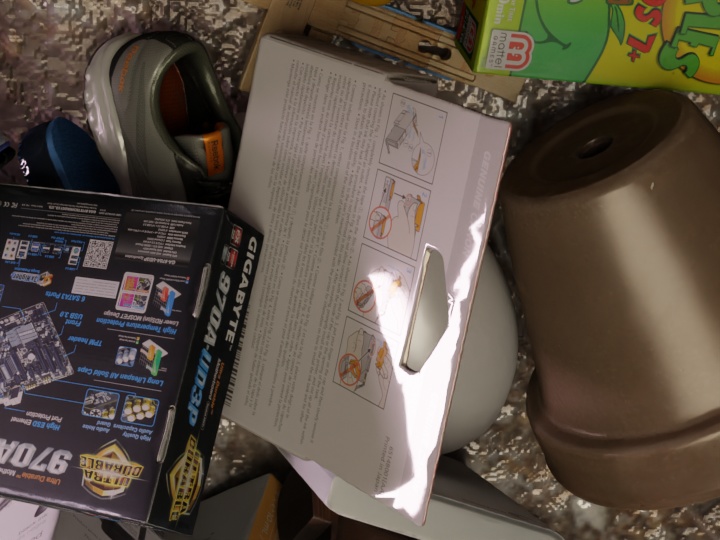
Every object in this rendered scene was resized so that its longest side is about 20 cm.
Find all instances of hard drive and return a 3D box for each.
[{"bbox_3d":[0.025,0.123,1.008,0.131,0.200,0.027,18,91,-13],"label":"hard drive"}]

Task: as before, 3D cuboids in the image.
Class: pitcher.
[{"bbox_3d":[0.000,0.000,0.999,0.171,0.121,0.201,8,128,34],"label":"pitcher"}]

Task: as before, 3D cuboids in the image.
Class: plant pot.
[{"bbox_3d":[0.160,0.002,0.961,0.200,0.200,0.175,-26,112,9],"label":"plant pot"}]

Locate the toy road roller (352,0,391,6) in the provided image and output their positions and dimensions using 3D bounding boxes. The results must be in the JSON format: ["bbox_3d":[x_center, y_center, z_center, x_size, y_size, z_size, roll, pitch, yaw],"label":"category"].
[{"bbox_3d":[-0.019,-0.219,0.865,0.199,0.123,0.146,18,103,-12],"label":"toy road roller"}]

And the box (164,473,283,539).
[{"bbox_3d":[-0.046,0.248,1.091,0.097,0.125,0.200,-26,117,28],"label":"box"}]

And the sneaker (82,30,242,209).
[{"bbox_3d":[-0.090,-0.034,0.951,0.074,0.079,0.201,-25,101,-37],"label":"sneaker"}]

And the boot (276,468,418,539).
[{"bbox_3d":[0.049,0.214,1.047,0.199,0.187,0.064,21,136,-27],"label":"boot"}]

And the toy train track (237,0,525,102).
[{"bbox_3d":[0.000,-0.140,0.971,0.199,0.033,0.115,18,106,-19],"label":"toy train track"}]

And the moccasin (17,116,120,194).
[{"bbox_3d":[-0.150,0.010,1.004,0.068,0.081,0.201,-17,113,20],"label":"moccasin"}]

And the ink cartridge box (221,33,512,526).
[{"bbox_3d":[0.002,0.000,0.868,0.045,0.176,0.201,-3,110,-46],"label":"ink cartridge box"}]

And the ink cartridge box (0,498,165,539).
[{"bbox_3d":[-0.191,0.177,1.017,0.145,0.200,0.083,-38,109,14],"label":"ink cartridge box"}]

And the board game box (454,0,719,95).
[{"bbox_3d":[0.160,-0.154,0.952,0.199,0.048,0.102,4,115,-13],"label":"board game box"}]

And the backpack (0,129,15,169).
[{"bbox_3d":[-0.274,-0.062,0.856,0.190,0.200,0.155,-15,106,4],"label":"backpack"}]

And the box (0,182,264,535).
[{"bbox_3d":[-0.160,0.039,0.896,0.199,0.046,0.160,6,76,27],"label":"box"}]
